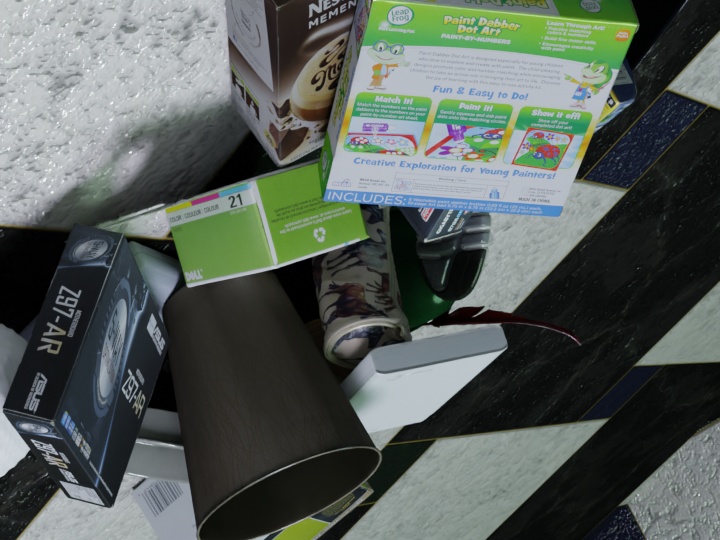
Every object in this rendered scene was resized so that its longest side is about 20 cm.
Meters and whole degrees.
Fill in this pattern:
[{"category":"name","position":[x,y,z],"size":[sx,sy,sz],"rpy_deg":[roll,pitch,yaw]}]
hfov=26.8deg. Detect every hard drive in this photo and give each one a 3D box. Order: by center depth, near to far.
[{"category":"hard drive","position":[0.037,0.107,1.382],"size":[0.130,0.027,0.200],"rpy_deg":[-10,161,-23]}]

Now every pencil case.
[{"category":"pencil case","position":[0.000,0.000,1.381],"size":[0.089,0.202,0.078],"rpy_deg":[-31,134,24]}]

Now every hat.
[{"category":"hat","position":[0.063,0.036,1.460],"size":[0.199,0.177,0.166],"rpy_deg":[-39,127,8]}]

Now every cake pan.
[{"category":"cake pan","position":[-0.198,0.169,1.464],"size":[0.197,0.037,0.201],"rpy_deg":[7,162,2]}]

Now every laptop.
[{"category":"laptop","position":[0.318,-0.287,1.420],"size":[0.199,0.116,0.188],"rpy_deg":[-10,145,-48]}]

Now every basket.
[{"category":"basket","position":[-0.095,0.110,1.326],"size":[0.179,0.202,0.136],"rpy_deg":[-32,152,17]}]

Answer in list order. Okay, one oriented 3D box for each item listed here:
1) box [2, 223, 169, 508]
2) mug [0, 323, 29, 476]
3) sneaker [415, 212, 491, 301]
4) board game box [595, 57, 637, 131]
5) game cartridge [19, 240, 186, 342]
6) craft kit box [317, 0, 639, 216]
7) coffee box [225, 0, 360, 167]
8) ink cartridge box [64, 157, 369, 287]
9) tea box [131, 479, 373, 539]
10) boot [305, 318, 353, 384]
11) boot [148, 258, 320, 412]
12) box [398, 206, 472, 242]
[{"category":"box","position":[-0.214,0.081,1.211],"size":[0.201,0.043,0.162],"rpy_deg":[82,23,-62]},{"category":"mug","position":[-0.331,0.128,1.164],"size":[0.175,0.146,0.203],"rpy_deg":[-8,113,-65]},{"category":"sneaker","position":[0.105,-0.075,1.446],"size":[0.074,0.203,0.115],"rpy_deg":[1,-176,24]},{"category":"board game box","position":[0.127,-0.175,1.302],"size":[0.061,0.202,0.200],"rpy_deg":[-12,160,-43]},{"category":"game cartridge","position":[-0.241,0.060,1.344],"size":[0.200,0.042,0.133],"rpy_deg":[-43,161,10]},{"category":"craft kit box","position":[0.081,-0.128,1.122],"size":[0.197,0.049,0.199],"rpy_deg":[4,140,-13]},{"category":"coffee box","position":[-0.036,-0.183,1.140],"size":[0.112,0.080,0.201],"rpy_deg":[-29,155,-17]},{"category":"ink cartridge box","position":[-0.118,-0.027,1.230],"size":[0.198,0.077,0.147],"rpy_deg":[-21,-174,-36]},{"category":"tea box","position":[-0.121,0.257,1.749],"size":[0.199,0.134,0.197],"rpy_deg":[-40,156,4]},{"category":"boot","position":[-0.014,0.098,1.518],"size":[0.198,0.078,0.155],"rpy_deg":[3,166,-36]},{"category":"boot","position":[-0.120,0.068,1.477],"size":[0.157,0.080,0.212],"rpy_deg":[-14,147,-44]},{"category":"box","position":[0.064,-0.150,1.246],"size":[0.046,0.160,0.201],"rpy_deg":[-16,149,-38]}]
